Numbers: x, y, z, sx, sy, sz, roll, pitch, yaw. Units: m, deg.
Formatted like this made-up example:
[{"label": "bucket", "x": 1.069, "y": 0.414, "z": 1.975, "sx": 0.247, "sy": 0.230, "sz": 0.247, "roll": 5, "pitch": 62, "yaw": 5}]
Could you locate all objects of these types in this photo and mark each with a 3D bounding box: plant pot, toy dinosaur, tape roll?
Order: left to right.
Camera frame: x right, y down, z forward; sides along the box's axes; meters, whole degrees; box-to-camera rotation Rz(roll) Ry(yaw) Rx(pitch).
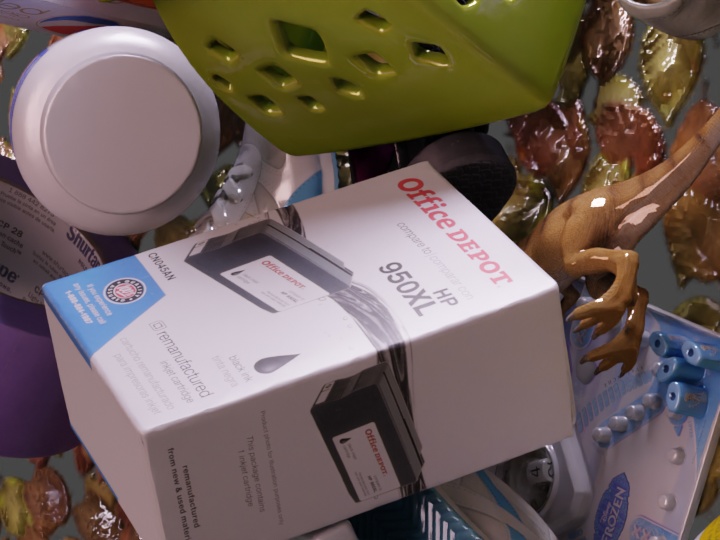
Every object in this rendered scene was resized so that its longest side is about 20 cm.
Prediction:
[{"label": "tape roll", "x": -0.221, "y": 0.012, "z": 1.544, "sx": 0.085, "sy": 0.199, "sz": 0.200, "roll": -58, "pitch": 45, "yaw": 22}, {"label": "plant pot", "x": -0.009, "y": -0.190, "z": 1.316, "sx": 0.200, "sy": 0.181, "sz": 0.200, "roll": -9, "pitch": 57, "yaw": 48}, {"label": "toy dinosaur", "x": 0.113, "y": -0.017, "z": 1.241, "sx": 0.200, "sy": 0.060, "sz": 0.107, "roll": -34, "pitch": 49, "yaw": 31}]

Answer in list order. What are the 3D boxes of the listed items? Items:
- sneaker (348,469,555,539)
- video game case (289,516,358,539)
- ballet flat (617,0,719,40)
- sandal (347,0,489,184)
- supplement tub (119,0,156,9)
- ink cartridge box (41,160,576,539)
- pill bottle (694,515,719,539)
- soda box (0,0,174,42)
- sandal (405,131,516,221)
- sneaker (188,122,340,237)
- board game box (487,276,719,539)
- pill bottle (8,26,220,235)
[{"label": "sneaker", "x": 0.068, "y": 0.150, "z": 1.225, "sx": 0.077, "sy": 0.081, "sz": 0.200, "roll": -54, "pitch": 54, "yaw": 25}, {"label": "video game case", "x": -0.013, "y": 0.186, "z": 1.285, "sx": 0.183, "sy": 0.023, "sz": 0.200, "roll": 66, "pitch": 162, "yaw": -13}, {"label": "ballet flat", "x": 0.178, "y": -0.196, "z": 1.228, "sx": 0.067, "sy": 0.064, "sz": 0.201, "roll": 47, "pitch": 117, "yaw": 44}, {"label": "sandal", "x": 0.021, "y": -0.049, "z": 1.391, "sx": 0.075, "sy": 0.048, "sz": 0.201, "roll": 19, "pitch": 98, "yaw": 50}, {"label": "supplement tub", "x": -0.083, "y": -0.244, "z": 1.496, "sx": 0.122, "sy": 0.122, "sz": 0.201, "roll": 9, "pitch": 90, "yaw": 50}, {"label": "ink cartridge box", "x": -0.024, "y": 0.040, "z": 1.216, "sx": 0.145, "sy": 0.199, "sz": 0.085, "roll": -133, "pitch": 29, "yaw": -54}, {"label": "pill bottle", "x": 0.199, "y": 0.126, "z": 1.101, "sx": 0.200, "sy": 0.111, "sz": 0.112, "roll": -46, "pitch": 51, "yaw": 32}, {"label": "soda box", "x": -0.185, "y": -0.175, "z": 1.539, "sx": 0.068, "sy": 0.199, "sz": 0.064, "roll": -8, "pitch": 78, "yaw": 49}, {"label": "sandal", "x": 0.001, "y": 0.000, "z": 1.354, "sx": 0.200, "sy": 0.076, "sz": 0.043, "roll": -44, "pitch": 53, "yaw": 22}, {"label": "sneaker", "x": -0.060, "y": -0.010, "z": 1.440, "sx": 0.076, "sy": 0.080, "sz": 0.201, "roll": 160, "pitch": 116, "yaw": -72}, {"label": "board game box", "x": 0.080, "y": 0.101, "z": 1.311, "sx": 0.200, "sy": 0.026, "sz": 0.201, "roll": 25, "pitch": 101, "yaw": 49}, {"label": "pill bottle", "x": -0.134, "y": -0.076, "z": 1.466, "sx": 0.200, "sy": 0.112, "sz": 0.113, "roll": -145, "pitch": 68, "yaw": -80}]
